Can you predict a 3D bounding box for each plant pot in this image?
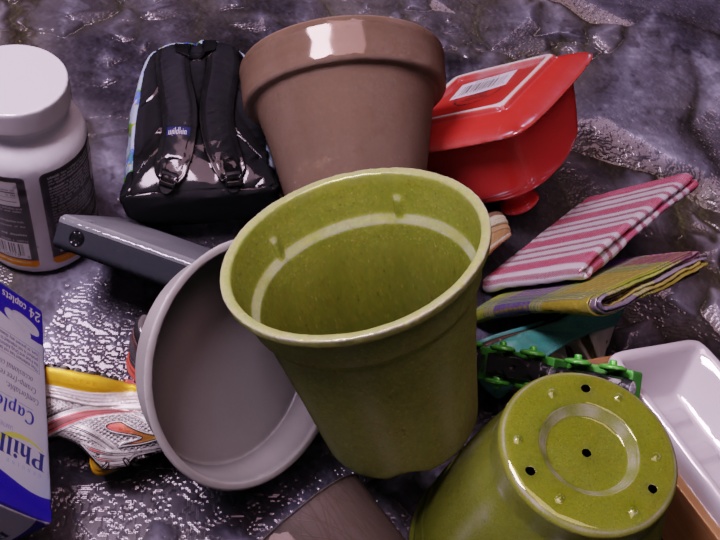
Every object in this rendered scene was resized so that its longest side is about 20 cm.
[{"bbox_3d":[0.150,0.183,0.748,0.199,0.194,0.201,5,50,-5],"label":"plant pot"},{"bbox_3d":[-0.009,-0.117,0.920,0.199,0.200,0.176,-5,78,-12],"label":"plant pot"},{"bbox_3d":[0.015,0.052,0.751,0.199,0.185,0.201,-10,37,8],"label":"plant pot"}]

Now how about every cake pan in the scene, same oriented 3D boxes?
[{"bbox_3d":[-0.097,0.073,0.781,0.037,0.201,0.200,6,39,44],"label":"cake pan"}]

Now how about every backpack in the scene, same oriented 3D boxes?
[{"bbox_3d":[-0.169,-0.147,1.016,0.162,0.154,0.202,-6,73,-8],"label":"backpack"}]

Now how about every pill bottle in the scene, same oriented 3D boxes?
[{"bbox_3d":[-0.310,-0.101,0.906,0.115,0.201,0.117,5,50,-6],"label":"pill bottle"}]

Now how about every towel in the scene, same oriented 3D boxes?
[{"bbox_3d":[0.233,-0.033,0.983,0.200,0.146,0.030,-35,101,-29],"label":"towel"},{"bbox_3d":[0.208,0.018,0.913,0.143,0.200,0.023,-22,95,-28],"label":"towel"}]

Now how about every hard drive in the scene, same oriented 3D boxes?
[{"bbox_3d":[-0.164,-0.005,0.904,0.199,0.140,0.033,19,94,8],"label":"hard drive"}]

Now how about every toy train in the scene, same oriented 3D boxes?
[{"bbox_3d":[0.143,0.085,0.828,0.199,0.056,0.042,7,86,37],"label":"toy train"}]

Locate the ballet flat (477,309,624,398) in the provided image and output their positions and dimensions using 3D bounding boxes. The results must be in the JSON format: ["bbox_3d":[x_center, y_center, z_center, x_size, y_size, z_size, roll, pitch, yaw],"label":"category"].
[{"bbox_3d":[0.193,0.072,0.939,0.199,0.067,0.071,-21,81,-23],"label":"ballet flat"}]

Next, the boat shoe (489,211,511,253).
[{"bbox_3d":[0.082,0.015,0.966,0.199,0.072,0.076,-32,76,-21],"label":"boat shoe"}]

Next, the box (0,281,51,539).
[{"bbox_3d":[-0.345,0.122,0.736,0.183,0.105,0.201,-25,53,10],"label":"box"}]

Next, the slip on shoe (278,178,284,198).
[{"bbox_3d":[0.006,-0.078,1.021,0.199,0.061,0.074,13,51,13],"label":"slip on shoe"}]

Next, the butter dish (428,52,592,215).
[{"bbox_3d":[0.149,-0.129,1.043,0.199,0.149,0.200,-5,30,41],"label":"butter dish"}]

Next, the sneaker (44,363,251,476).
[{"bbox_3d":[-0.191,0.136,0.825,0.198,0.078,0.083,11,78,-6],"label":"sneaker"}]

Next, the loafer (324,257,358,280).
[{"bbox_3d":[0.000,0.000,0.873,0.199,0.073,0.071,25,52,-27],"label":"loafer"}]

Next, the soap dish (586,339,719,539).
[{"bbox_3d":[0.289,0.158,0.838,0.157,0.081,0.200,-4,48,-39],"label":"soap dish"}]

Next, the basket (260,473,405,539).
[{"bbox_3d":[0.008,0.273,0.695,0.200,0.136,0.180,42,39,19],"label":"basket"}]

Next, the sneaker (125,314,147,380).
[{"bbox_3d":[-0.112,0.074,0.869,0.198,0.082,0.077,1,51,-7],"label":"sneaker"}]
